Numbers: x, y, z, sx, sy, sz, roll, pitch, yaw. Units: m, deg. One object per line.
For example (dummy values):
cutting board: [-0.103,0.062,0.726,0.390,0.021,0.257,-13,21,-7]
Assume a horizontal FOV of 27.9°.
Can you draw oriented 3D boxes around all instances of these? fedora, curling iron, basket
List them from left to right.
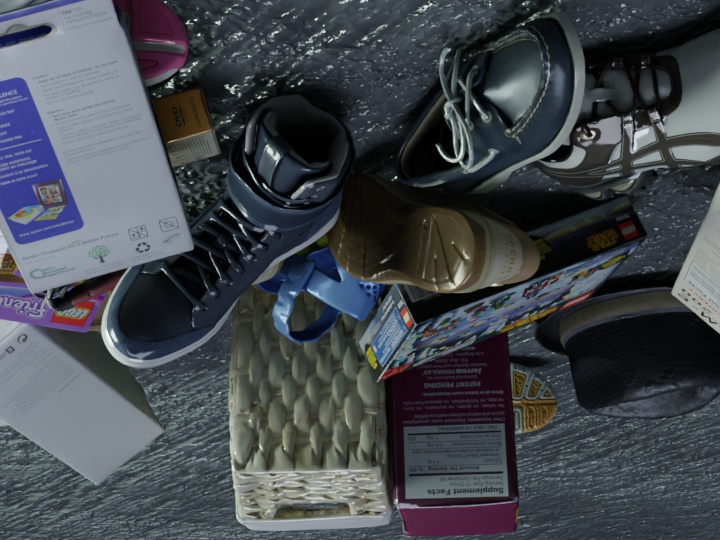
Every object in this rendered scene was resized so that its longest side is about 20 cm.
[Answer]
curling iron: [-0.133,-0.020,1.012,0.200,0.026,0.050,-21,148,-18]
basket: [-0.040,0.103,1.209,0.135,0.201,0.123,-2,154,1]
fedora: [0.257,0.080,1.305,0.200,0.092,0.201,-1,158,0]

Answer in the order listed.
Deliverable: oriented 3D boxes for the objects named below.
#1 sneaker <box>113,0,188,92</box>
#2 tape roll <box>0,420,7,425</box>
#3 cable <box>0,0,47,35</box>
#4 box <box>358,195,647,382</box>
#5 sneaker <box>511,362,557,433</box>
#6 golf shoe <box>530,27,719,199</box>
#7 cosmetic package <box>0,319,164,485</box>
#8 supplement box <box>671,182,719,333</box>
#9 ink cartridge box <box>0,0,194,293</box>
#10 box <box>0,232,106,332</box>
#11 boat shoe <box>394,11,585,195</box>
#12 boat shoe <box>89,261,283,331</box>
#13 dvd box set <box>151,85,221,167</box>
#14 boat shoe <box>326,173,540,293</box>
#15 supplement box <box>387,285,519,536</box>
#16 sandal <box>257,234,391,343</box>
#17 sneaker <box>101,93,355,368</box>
sneaker: [-0.191,-0.116,0.816,0.199,0.074,0.087,-5,165,5]
tape roll: [-0.356,0.085,1.316,0.200,0.066,0.200,-2,159,-1]
cable: [-0.204,-0.176,0.662,0.200,0.069,0.200,-21,151,40]
box: [0.106,0.016,1.109,0.200,0.040,0.137,-20,164,-18]
sneaker: [0.097,0.128,1.473,0.199,0.076,0.088,1,174,1]
golf shoe: [0.169,-0.097,0.877,0.094,0.078,0.200,11,154,-28]
cosmetic package: [-0.256,0.077,1.168,0.081,0.113,0.200,-38,138,0]
supplement box: [0.285,-0.039,0.950,0.126,0.074,0.200,-44,163,-13]
ink cartridge box: [-0.155,-0.072,0.757,0.099,0.039,0.200,-14,143,-4]
box: [-0.259,-0.030,0.995,0.200,0.039,0.137,12,128,-30]
boat shoe: [0.074,-0.097,0.882,0.062,0.075,0.200,-6,170,-19]
boat shoe: [-0.158,0.002,1.086,0.200,0.074,0.069,-18,-178,22]
dvd box set: [-0.184,-0.063,0.875,0.199,0.029,0.146,-16,180,-3]
boat shoe: [0.043,-0.021,0.986,0.064,0.071,0.200,4,-168,-32]
supplement box: [0.079,0.116,1.240,0.103,0.201,0.131,-3,159,3]
sandal: [0.000,0.000,1.100,0.200,0.087,0.079,-21,150,36]
sneaker: [-0.085,-0.029,0.932,0.202,0.077,0.146,-42,172,-22]
